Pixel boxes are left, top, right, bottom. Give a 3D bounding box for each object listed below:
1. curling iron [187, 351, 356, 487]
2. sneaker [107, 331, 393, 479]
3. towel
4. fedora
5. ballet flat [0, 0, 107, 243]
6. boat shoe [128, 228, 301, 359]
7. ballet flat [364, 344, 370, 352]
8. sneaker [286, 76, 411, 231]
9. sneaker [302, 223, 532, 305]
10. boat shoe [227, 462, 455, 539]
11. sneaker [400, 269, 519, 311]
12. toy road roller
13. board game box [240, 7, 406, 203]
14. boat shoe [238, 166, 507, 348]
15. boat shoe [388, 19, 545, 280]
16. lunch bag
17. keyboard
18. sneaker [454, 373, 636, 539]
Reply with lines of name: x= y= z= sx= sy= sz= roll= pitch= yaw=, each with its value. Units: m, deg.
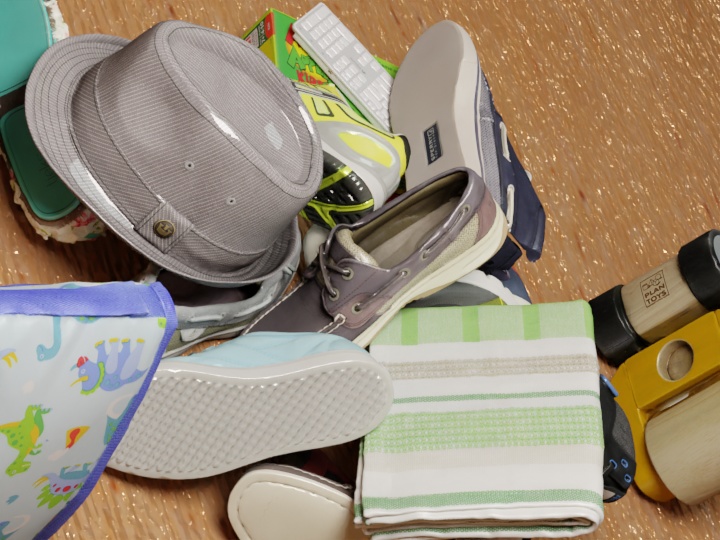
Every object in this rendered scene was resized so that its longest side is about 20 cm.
curling iron: x=-0.030 y=0.110 z=1.498 sx=0.200 sy=0.026 sz=0.050 roll=33 pitch=82 yaw=-13
sneaker: x=-0.085 y=0.077 z=1.432 sx=0.199 sy=0.074 sz=0.082 roll=-2 pitch=17 yaw=-18
towel: x=0.075 y=0.092 z=1.456 sx=0.149 sy=0.031 sz=0.200 roll=-1 pitch=37 yaw=5
fedora: x=-0.098 y=-0.086 z=1.445 sx=0.200 sy=0.090 sz=0.177 roll=44 pitch=35 yaw=-11
ballet flat: x=-0.202 y=-0.101 z=1.493 sx=0.064 sy=0.075 sz=0.201 roll=43 pitch=29 yaw=-64
boat shoe: x=-0.092 y=0.002 z=1.500 sx=0.075 sy=0.065 sz=0.202 roll=54 pitch=37 yaw=5
ballet flat: x=0.034 y=0.085 z=1.558 sx=0.200 sy=0.072 sz=0.072 roll=41 pitch=38 yaw=-10
sneaker: x=-0.056 y=-0.098 z=1.578 sx=0.200 sy=0.076 sz=0.076 roll=36 pitch=48 yaw=18
sneaker: x=0.036 y=-0.005 z=1.635 sx=0.200 sy=0.075 sz=0.085 roll=28 pitch=34 yaw=-36
boat shoe: x=0.005 y=0.171 z=1.455 sx=0.200 sy=0.072 sz=0.060 roll=29 pitch=21 yaw=-15
sneaker: x=0.092 y=0.068 z=1.596 sx=0.200 sy=0.074 sz=0.085 roll=32 pitch=35 yaw=-37
toy road roller: x=0.268 y=0.080 z=1.751 sx=0.146 sy=0.123 sz=0.201 roll=27 pitch=41 yaw=-43
board game box: x=0.006 y=-0.103 z=1.701 sx=0.200 sy=0.048 sz=0.102 roll=22 pitch=45 yaw=-32
boat shoe: x=0.000 y=0.000 z=1.503 sx=0.072 sy=0.200 sz=0.065 roll=54 pitch=-6 yaw=46
boat shoe: x=0.077 y=-0.080 z=1.647 sx=0.093 sy=0.075 sz=0.201 roll=36 pitch=37 yaw=-34
lunch bag: x=-0.212 y=0.067 z=1.218 sx=0.170 sy=0.200 sz=0.128 roll=-3 pitch=61 yaw=-45
keyboard: x=0.029 y=-0.108 z=1.680 sx=0.200 sy=0.011 sz=0.056 roll=48 pitch=37 yaw=-3
sneaker: x=0.129 y=0.132 z=1.512 sx=0.112 sy=0.073 sz=0.200 roll=46 pitch=42 yaw=-26
